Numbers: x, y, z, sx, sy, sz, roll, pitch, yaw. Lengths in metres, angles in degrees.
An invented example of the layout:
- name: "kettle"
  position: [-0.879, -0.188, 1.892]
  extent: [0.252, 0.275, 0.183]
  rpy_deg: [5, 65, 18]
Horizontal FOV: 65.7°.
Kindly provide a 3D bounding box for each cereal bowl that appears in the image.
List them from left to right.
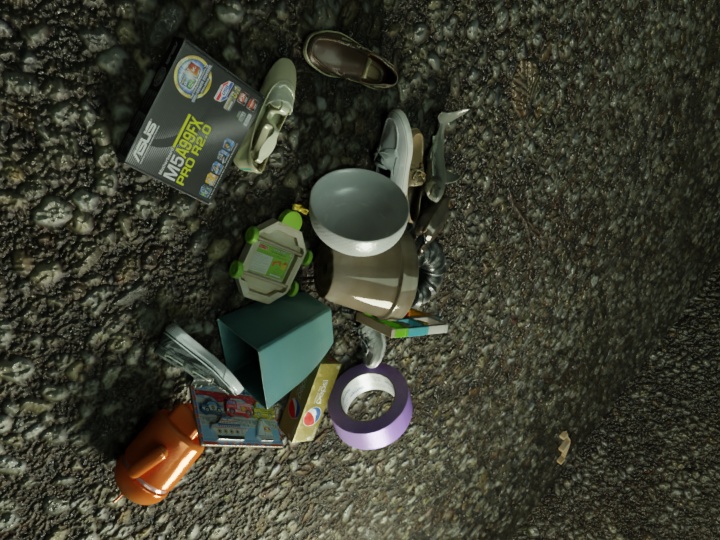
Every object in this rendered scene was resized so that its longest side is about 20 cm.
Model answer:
- name: "cereal bowl"
  position: [-0.005, -0.102, 1.077]
  extent: [0.198, 0.200, 0.084]
  rpy_deg: [-28, 149, -28]

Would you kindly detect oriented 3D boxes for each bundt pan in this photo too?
- name: "bundt pan"
  position: [0.132, 0.005, 1.342]
  extent: [0.199, 0.075, 0.206]
  rpy_deg: [-22, 127, -32]

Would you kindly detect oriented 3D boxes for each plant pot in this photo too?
- name: "plant pot"
  position: [-0.154, 0.138, 1.107]
  extent: [0.198, 0.140, 0.144]
  rpy_deg: [-28, 129, -36]
- name: "plant pot"
  position: [0.000, 0.000, 1.155]
  extent: [0.169, 0.200, 0.205]
  rpy_deg: [4, 111, -24]

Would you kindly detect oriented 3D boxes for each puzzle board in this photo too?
- name: "puzzle board"
  position: [-0.241, 0.273, 1.094]
  extent: [0.017, 0.153, 0.198]
  rpy_deg: [-42, 142, 23]

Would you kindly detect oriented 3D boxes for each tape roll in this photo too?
- name: "tape roll"
  position: [0.023, 0.317, 1.321]
  extent: [0.198, 0.199, 0.067]
  rpy_deg: [-36, 134, -22]

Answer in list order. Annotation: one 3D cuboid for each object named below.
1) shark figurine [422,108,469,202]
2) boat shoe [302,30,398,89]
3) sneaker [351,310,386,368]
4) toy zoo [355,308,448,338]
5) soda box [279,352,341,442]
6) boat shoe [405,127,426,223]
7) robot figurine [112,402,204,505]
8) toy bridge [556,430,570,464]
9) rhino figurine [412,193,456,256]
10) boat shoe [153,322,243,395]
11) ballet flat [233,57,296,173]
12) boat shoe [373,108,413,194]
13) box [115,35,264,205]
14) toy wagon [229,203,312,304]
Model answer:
- name: "shark figurine"
  position: [0.189, -0.243, 1.242]
  extent: [0.087, 0.128, 0.220]
  rpy_deg: [11, 81, -7]
- name: "boat shoe"
  position: [-0.009, -0.375, 0.999]
  extent: [0.199, 0.074, 0.076]
  rpy_deg: [0, 113, -42]
- name: "sneaker"
  position: [0.011, 0.135, 1.313]
  extent: [0.080, 0.074, 0.205]
  rpy_deg: [-11, 108, -31]
- name: "toy zoo"
  position: [0.104, 0.115, 1.247]
  extent: [0.196, 0.130, 0.021]
  rpy_deg: [0, 103, -38]
- name: "soda box"
  position: [-0.116, 0.286, 1.274]
  extent: [0.067, 0.064, 0.204]
  rpy_deg: [9, 106, -44]
- name: "boat shoe"
  position: [0.116, -0.206, 1.216]
  extent: [0.070, 0.064, 0.205]
  rpy_deg: [-17, 123, -35]
- name: "robot figurine"
  position: [-0.371, 0.342, 1.031]
  extent: [0.201, 0.143, 0.117]
  rpy_deg: [-50, 120, -8]
- name: "toy bridge"
  position: [0.942, 0.808, 2.573]
  extent: [0.067, 0.027, 0.204]
  rpy_deg: [-32, 131, -29]
- name: "rhino figurine"
  position: [0.172, -0.125, 1.285]
  extent: [0.201, 0.059, 0.088]
  rpy_deg: [-54, 169, -43]
- name: "boat shoe"
  position: [-0.301, 0.181, 1.033]
  extent: [0.071, 0.071, 0.201]
  rpy_deg: [-51, 121, -17]
- name: "ballet flat"
  position: [-0.149, -0.257, 0.941]
  extent: [0.069, 0.069, 0.204]
  rpy_deg: [20, 98, -46]
- name: "boat shoe"
  position: [0.059, -0.228, 1.156]
  extent: [0.067, 0.072, 0.204]
  rpy_deg: [-22, 135, -32]
- name: "box"
  position: [-0.261, -0.227, 0.870]
  extent: [0.159, 0.044, 0.203]
  rpy_deg: [26, 93, -48]
- name: "toy wagon"
  position: [-0.161, -0.037, 1.071]
  extent: [0.154, 0.039, 0.204]
  rpy_deg: [22, 95, -46]
